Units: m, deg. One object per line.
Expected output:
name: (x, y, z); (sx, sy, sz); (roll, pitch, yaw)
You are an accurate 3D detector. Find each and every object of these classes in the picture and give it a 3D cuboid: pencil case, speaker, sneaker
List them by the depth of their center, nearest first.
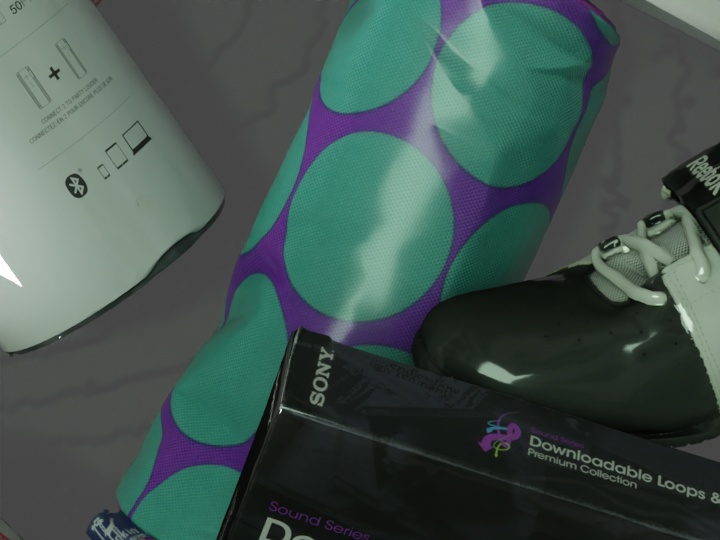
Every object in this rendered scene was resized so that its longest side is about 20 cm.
sneaker: (0.108, -0.008, 0.731); (0.199, 0.074, 0.089); (-8, 120, -19)
speaker: (-0.124, -0.079, 0.769); (0.081, 0.081, 0.200); (-33, 104, 9)
pencil case: (0.000, 0.000, 0.778); (0.092, 0.085, 0.201); (29, 96, 41)

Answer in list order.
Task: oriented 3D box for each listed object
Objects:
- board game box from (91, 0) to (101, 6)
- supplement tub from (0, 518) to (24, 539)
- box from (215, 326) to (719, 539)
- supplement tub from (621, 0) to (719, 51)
board game box: (-0.117, -0.115, 0.827); (0.103, 0.019, 0.200); (40, 97, 5)
supplement tub: (-0.131, 0.159, 0.731); (0.140, 0.200, 0.141); (-8, 119, -14)
box: (0.021, 0.114, 0.736); (0.142, 0.036, 0.200); (17, 128, -5)
supplement tub: (0.112, -0.164, 0.724); (0.144, 0.145, 0.201); (28, 96, 7)
